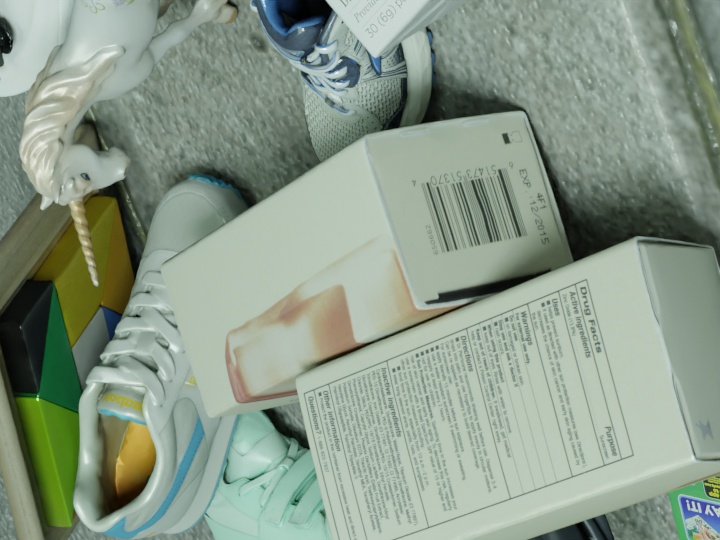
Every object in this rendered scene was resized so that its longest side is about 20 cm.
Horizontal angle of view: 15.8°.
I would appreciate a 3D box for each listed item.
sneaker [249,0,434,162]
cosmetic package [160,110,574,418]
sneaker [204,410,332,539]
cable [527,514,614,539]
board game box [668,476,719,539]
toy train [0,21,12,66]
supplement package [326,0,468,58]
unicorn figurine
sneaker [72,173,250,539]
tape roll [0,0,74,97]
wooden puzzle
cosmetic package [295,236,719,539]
[{"bbox_3d":[-0.017,-0.120,1.208,0.077,0.085,0.201,30,138,28],"label":"sneaker"},{"bbox_3d":[0.000,0.000,1.258,0.200,0.103,0.088,-29,76,55],"label":"cosmetic package"},{"bbox_3d":[-0.043,0.112,1.428,0.119,0.074,0.200,54,147,-11],"label":"sneaker"},{"bbox_3d":[0.150,0.113,1.195,0.163,0.051,0.200,-52,57,30],"label":"cable"},{"bbox_3d":[0.237,0.152,1.197,0.199,0.029,0.135,10,124,43],"label":"board game box"},{"bbox_3d":[-0.216,-0.183,1.300,0.046,0.034,0.201,18,131,43],"label":"toy train"},{"bbox_3d":[0.004,-0.213,1.066,0.200,0.120,0.121,50,132,5],"label":"supplement package"},{"bbox_3d":[-0.112,-0.118,1.270,0.074,0.137,0.201,29,137,28],"label":"unicorn figurine"},{"bbox_3d":[-0.102,0.048,1.391,0.076,0.081,0.202,14,97,26],"label":"sneaker"},{"bbox_3d":[-0.202,-0.194,1.364,0.202,0.071,0.203,28,136,31],"label":"tape roll"},{"bbox_3d":[-0.157,0.045,1.423,0.037,0.200,0.186,0,123,16],"label":"wooden puzzle"},{"bbox_3d":[0.075,0.065,1.174,0.199,0.071,0.106,-21,76,35],"label":"cosmetic package"}]
